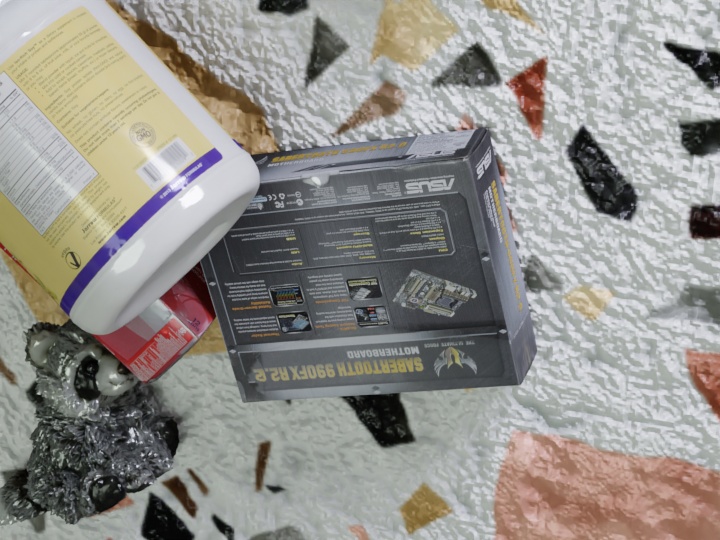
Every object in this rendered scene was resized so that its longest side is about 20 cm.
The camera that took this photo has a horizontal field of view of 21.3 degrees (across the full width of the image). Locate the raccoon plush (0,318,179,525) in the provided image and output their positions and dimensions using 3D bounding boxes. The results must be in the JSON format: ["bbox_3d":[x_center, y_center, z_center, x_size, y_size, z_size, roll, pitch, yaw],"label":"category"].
[{"bbox_3d":[-0.220,0.103,1.329,0.199,0.097,0.135,-23,100,28],"label":"raccoon plush"}]

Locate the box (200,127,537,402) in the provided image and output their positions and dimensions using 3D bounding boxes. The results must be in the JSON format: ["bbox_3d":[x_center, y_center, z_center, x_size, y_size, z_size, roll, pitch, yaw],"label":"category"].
[{"bbox_3d":[0.000,0.000,1.217,0.198,0.048,0.160,-6,116,22],"label":"box"}]

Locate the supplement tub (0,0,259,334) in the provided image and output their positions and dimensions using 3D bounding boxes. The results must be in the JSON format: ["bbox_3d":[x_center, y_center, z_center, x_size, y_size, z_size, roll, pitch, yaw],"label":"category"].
[{"bbox_3d":[-0.172,-0.078,1.137,0.200,0.145,0.145,47,122,3],"label":"supplement tub"}]

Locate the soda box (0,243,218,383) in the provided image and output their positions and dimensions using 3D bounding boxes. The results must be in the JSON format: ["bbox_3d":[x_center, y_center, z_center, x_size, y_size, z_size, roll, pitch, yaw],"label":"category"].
[{"bbox_3d":[-0.180,-0.023,1.254,0.200,0.070,0.063,45,123,-7],"label":"soda box"}]
